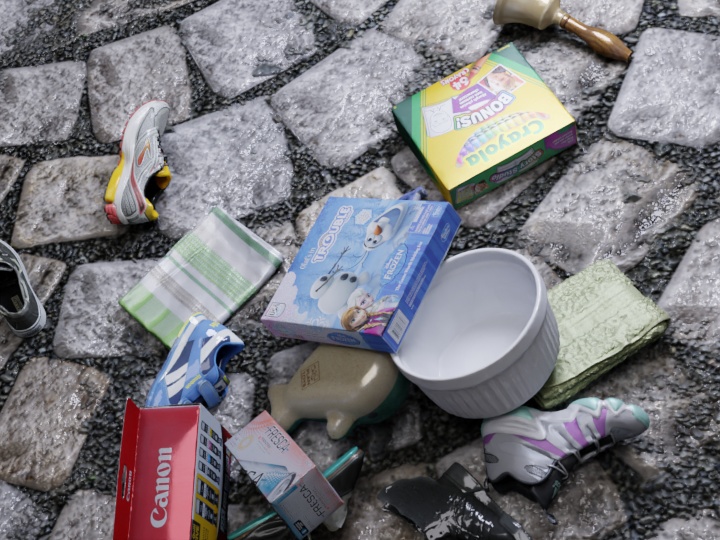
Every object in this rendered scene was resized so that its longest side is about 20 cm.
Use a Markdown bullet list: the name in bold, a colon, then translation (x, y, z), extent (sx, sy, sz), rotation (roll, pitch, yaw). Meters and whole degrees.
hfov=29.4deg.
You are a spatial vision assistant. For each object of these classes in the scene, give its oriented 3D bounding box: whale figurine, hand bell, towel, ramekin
- **whale figurine**: translation (-0.024, 0.148, 1.711), extent (0.199, 0.104, 0.160), rotation (-30, 46, 24)
- **hand bell**: translation (0.299, -0.353, 1.959), extent (0.199, 0.104, 0.104), rotation (32, 70, 17)
- **towel**: translation (0.266, 0.077, 1.695), extent (0.199, 0.037, 0.148), rotation (-33, 48, -7)
- **ramekin**: translation (0.143, 0.081, 1.637), extent (0.199, 0.105, 0.201), rotation (-21, 41, 19)
- **towel**: translation (-0.219, 0.012, 1.879), extent (0.200, 0.031, 0.149), rotation (-45, 57, -15)

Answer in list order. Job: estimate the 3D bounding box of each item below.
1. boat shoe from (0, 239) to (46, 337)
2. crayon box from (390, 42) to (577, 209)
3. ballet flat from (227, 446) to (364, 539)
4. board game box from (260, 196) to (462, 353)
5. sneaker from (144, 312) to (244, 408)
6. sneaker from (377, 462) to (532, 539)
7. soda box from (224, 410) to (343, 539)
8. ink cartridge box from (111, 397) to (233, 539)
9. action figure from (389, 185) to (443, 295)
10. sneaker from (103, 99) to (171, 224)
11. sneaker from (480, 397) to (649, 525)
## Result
- **boat shoe**: translation (-0.506, 0.008, 1.938), extent (0.071, 0.064, 0.200), rotation (-37, 56, -10)
- **crayon box**: translation (0.170, -0.201, 1.895), extent (0.199, 0.058, 0.173), rotation (-29, 55, -5)
- **ballet flat**: translation (-0.064, 0.291, 1.635), extent (0.200, 0.068, 0.069), rotation (-35, 89, 3)
- **board game box**: translation (0.000, 0.000, 1.701), extent (0.198, 0.043, 0.201), rotation (4, 56, 41)
- **sneaker**: translation (-0.218, 0.152, 1.761), extent (0.082, 0.074, 0.201), rotation (20, 71, 11)
- **sneaker**: translation (0.115, 0.299, 1.585), extent (0.104, 0.060, 0.200), rotation (-39, 54, -8)
- **soda box**: translation (-0.092, 0.234, 1.600), extent (0.068, 0.064, 0.200), rotation (-39, 22, -8)
- **ink cartridge box**: translation (-0.217, 0.265, 1.608), extent (0.083, 0.176, 0.201), rotation (-5, 65, 12)
- **action figure**: translation (0.030, -0.009, 1.808), extent (0.199, 0.105, 0.194), rotation (-28, 43, 27)
- **sneaker**: translation (-0.305, -0.154, 1.991), extent (0.082, 0.078, 0.201), rotation (6, 68, 14)
- **sneaker**: translation (0.237, 0.226, 1.593), extent (0.199, 0.078, 0.141), rotation (-8, 57, 21)
